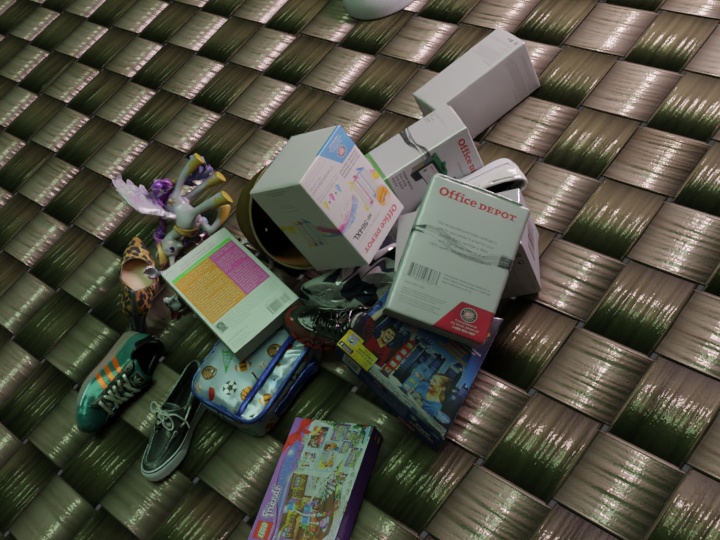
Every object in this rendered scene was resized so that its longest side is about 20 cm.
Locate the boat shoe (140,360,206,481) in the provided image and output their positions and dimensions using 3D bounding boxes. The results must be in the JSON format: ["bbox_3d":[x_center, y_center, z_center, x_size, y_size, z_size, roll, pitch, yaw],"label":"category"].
[{"bbox_3d":[-0.295,0.234,1.659,0.073,0.068,0.200,13,59,37],"label":"boat shoe"}]

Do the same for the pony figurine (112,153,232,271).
[{"bbox_3d":[-0.342,-0.118,1.942,0.200,0.166,0.193,-42,69,14],"label":"pony figurine"}]

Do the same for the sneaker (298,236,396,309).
[{"bbox_3d":[0.000,0.000,1.698,0.199,0.080,0.130,-21,26,38],"label":"sneaker"}]

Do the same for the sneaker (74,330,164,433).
[{"bbox_3d":[-0.403,0.186,1.761,0.080,0.071,0.201,3,53,37],"label":"sneaker"}]

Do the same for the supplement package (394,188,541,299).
[{"bbox_3d":[0.163,-0.026,1.594,0.199,0.117,0.117,-11,48,20],"label":"supplement package"}]

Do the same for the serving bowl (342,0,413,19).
[{"bbox_3d":[0.044,-0.624,2.225,0.199,0.066,0.201,-16,47,18],"label":"serving bowl"}]

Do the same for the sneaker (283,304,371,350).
[{"bbox_3d":[-0.024,0.085,1.575,0.200,0.098,0.071,17,61,13],"label":"sneaker"}]

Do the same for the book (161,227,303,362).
[{"bbox_3d":[-0.204,0.033,1.662,0.134,0.048,0.200,-41,59,-12],"label":"book"}]

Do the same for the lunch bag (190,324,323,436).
[{"bbox_3d":[-0.156,0.152,1.644,0.160,0.076,0.200,22,67,30],"label":"lunch bag"}]

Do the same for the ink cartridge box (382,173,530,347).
[{"bbox_3d":[0.131,-0.013,1.449,0.145,0.083,0.201,20,82,1],"label":"ink cartridge box"}]

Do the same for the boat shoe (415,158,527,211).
[{"bbox_3d":[0.179,-0.107,1.696,0.199,0.072,0.066,-27,39,-6],"label":"boat shoe"}]

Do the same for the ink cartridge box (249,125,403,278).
[{"bbox_3d":[-0.041,-0.098,1.595,0.125,0.200,0.129,-6,44,49],"label":"ink cartridge box"}]

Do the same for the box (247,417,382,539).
[{"bbox_3d":[-0.062,0.308,1.484,0.136,0.039,0.201,1,53,30],"label":"box"}]

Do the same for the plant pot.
[{"bbox_3d":[-0.134,-0.097,1.754,0.187,0.186,0.200,-50,21,-17],"label":"plant pot"}]

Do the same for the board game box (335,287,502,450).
[{"bbox_3d":[0.099,0.114,1.497,0.200,0.062,0.200,41,65,10],"label":"board game box"}]

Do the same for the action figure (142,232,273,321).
[{"bbox_3d":[-0.275,0.011,1.821,0.200,0.134,0.149,-39,-4,31],"label":"action figure"}]

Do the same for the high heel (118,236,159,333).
[{"bbox_3d":[-0.392,0.002,1.842,0.071,0.143,0.201,-3,62,-10],"label":"high heel"}]

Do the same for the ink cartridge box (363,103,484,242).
[{"bbox_3d":[0.100,-0.156,1.723,0.200,0.146,0.084,-33,44,1],"label":"ink cartridge box"}]

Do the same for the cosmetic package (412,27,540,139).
[{"bbox_3d":[0.205,-0.316,1.834,0.200,0.108,0.085,-36,44,-6],"label":"cosmetic package"}]
